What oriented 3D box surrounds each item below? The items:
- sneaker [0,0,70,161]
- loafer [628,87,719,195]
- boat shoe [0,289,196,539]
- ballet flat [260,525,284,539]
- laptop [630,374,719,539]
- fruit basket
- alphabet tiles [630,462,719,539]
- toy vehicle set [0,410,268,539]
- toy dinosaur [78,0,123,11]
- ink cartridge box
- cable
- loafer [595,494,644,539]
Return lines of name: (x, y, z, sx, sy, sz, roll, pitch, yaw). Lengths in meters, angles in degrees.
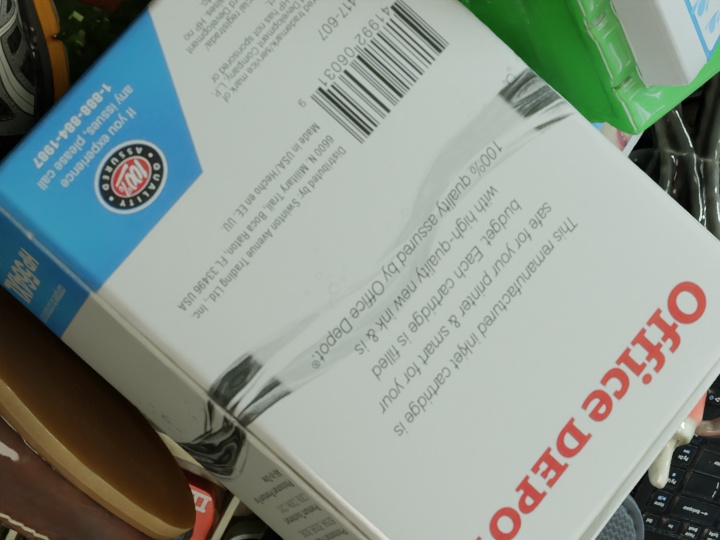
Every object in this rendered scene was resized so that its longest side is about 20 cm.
sneaker: (-0.135, -0.089, 0.725, 0.078, 0.077, 0.201, 14, 118, 18)
loafer: (0.156, -0.030, 0.874, 0.199, 0.063, 0.072, -12, 112, -14)
boat shoe: (-0.139, 0.033, 0.744, 0.070, 0.071, 0.200, -41, 115, 13)
ballet flat: (-0.043, 0.158, 0.800, 0.068, 0.068, 0.201, 23, 108, -8)
laptop: (0.186, 0.126, 0.873, 0.176, 0.103, 0.201, 17, 110, -24)
fruit basket: (0.105, -0.151, 0.762, 0.200, 0.093, 0.186, -48, 138, -16)
alphabet tiles: (0.128, 0.104, 0.908, 0.166, 0.008, 0.201, -10, 113, -14)
toy vehicle set: (-0.093, 0.103, 0.829, 0.199, 0.027, 0.125, 24, 107, -10)
toy dinosaur: (-0.020, -0.156, 0.758, 0.199, 0.105, 0.182, 10, 125, -32)
ink cartridge box: (0.000, 0.000, 0.730, 0.200, 0.084, 0.146, 43, 71, -3)
cable: (0.110, -0.023, 0.824, 0.096, 0.050, 0.201, 18, 86, 5)
loafer: (0.023, 0.150, 0.863, 0.072, 0.063, 0.201, 34, 91, -33)
